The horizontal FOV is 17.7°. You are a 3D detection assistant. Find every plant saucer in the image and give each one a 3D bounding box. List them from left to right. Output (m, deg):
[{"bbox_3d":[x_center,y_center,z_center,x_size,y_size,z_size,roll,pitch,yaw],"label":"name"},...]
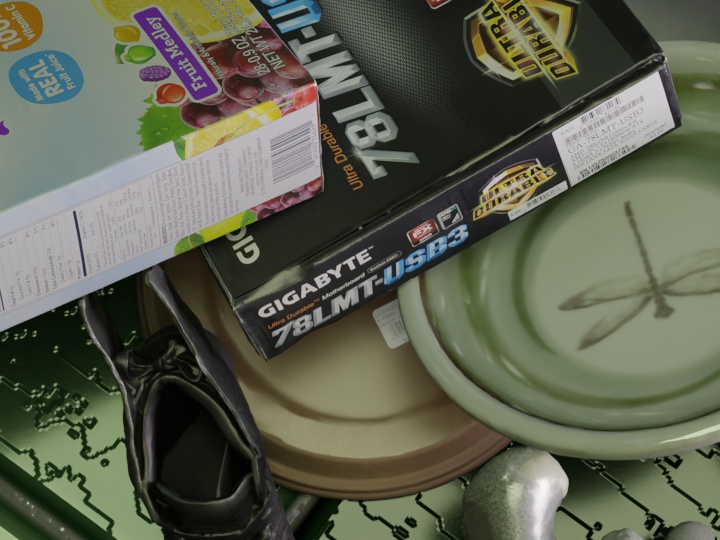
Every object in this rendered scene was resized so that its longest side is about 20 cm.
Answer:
[{"bbox_3d":[0.000,0.000,1.018,0.200,0.029,0.200,0,80,-2],"label":"plant saucer"},{"bbox_3d":[0.115,-0.002,0.933,0.200,0.050,0.200,-9,53,12],"label":"plant saucer"}]

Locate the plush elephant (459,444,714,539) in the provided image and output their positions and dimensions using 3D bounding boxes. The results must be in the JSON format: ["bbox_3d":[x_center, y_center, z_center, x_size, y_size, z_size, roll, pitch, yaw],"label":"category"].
[{"bbox_3d":[0.123,0.163,0.934,0.155,0.165,0.200,-15,59,-31],"label":"plush elephant"}]

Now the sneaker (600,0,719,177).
[{"bbox_3d":[0.158,-0.111,1.017,0.200,0.075,0.106,-28,82,-5],"label":"sneaker"}]

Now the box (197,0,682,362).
[{"bbox_3d":[0.001,-0.088,0.973,0.198,0.050,0.200,-28,51,-3],"label":"box"}]

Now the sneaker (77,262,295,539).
[{"bbox_3d":[-0.063,0.092,0.942,0.060,0.104,0.200,-18,96,0],"label":"sneaker"}]

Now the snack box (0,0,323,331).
[{"bbox_3d":[-0.140,-0.064,0.906,0.200,0.068,0.169,-26,51,-18],"label":"snack box"}]
